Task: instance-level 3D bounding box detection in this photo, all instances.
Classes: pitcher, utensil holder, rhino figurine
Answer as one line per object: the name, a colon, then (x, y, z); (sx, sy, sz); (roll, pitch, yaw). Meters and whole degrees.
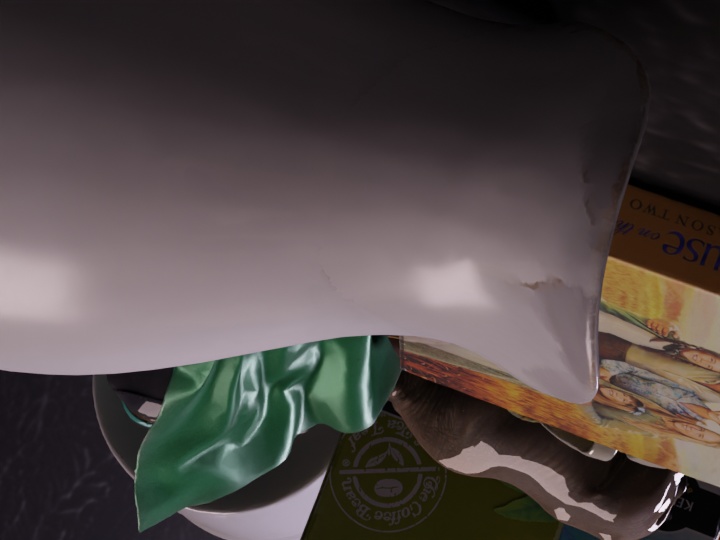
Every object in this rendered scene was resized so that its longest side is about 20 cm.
pitcher: (-0.039, -0.036, 0.510); (0.199, 0.122, 0.172); (10, -171, 2)
utensil holder: (-0.068, 0.077, 1.300); (0.169, 0.171, 0.200); (20, 171, 8)
rhino figurine: (0.074, 0.064, 1.040); (0.199, 0.088, 0.060); (25, 172, 6)

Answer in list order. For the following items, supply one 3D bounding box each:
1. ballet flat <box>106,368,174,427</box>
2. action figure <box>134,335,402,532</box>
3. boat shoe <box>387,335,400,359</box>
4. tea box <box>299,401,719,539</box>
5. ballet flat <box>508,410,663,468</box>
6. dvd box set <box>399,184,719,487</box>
ballet flat: (-0.120, -0.004, 1.126); (0.073, 0.073, 0.200); (26, -155, -39)
action figure: (-0.034, -0.005, 0.689); (0.055, 0.118, 0.200); (42, 151, 26)
boat shoe: (0.000, 0.000, 0.814); (0.199, 0.071, 0.070); (22, 170, -13)
tea box: (0.081, 0.135, 1.127); (0.199, 0.198, 0.134); (20, 174, 6)
ballet flat: (0.116, 0.049, 0.883); (0.070, 0.071, 0.200); (23, 173, -23)
dvd box set: (0.108, 0.027, 0.695); (0.199, 0.029, 0.146); (20, 156, 11)
